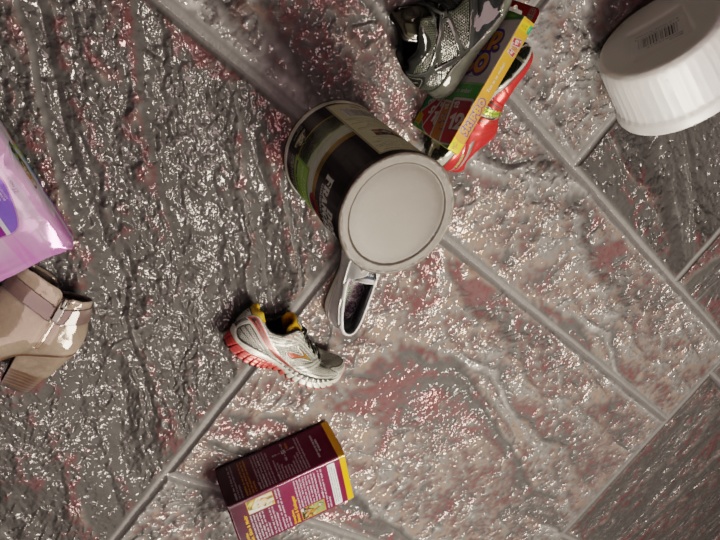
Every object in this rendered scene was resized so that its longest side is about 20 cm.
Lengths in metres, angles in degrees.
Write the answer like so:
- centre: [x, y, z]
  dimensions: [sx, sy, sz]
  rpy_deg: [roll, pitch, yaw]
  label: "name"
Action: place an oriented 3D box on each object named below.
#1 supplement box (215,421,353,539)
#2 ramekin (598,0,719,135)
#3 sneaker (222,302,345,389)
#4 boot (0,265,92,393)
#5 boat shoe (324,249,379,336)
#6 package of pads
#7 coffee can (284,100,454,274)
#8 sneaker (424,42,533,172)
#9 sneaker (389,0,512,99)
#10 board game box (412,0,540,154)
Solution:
- centre: [-0.121, 0.346, 1.131]
  dimensions: [0.198, 0.086, 0.112]
  rpy_deg: [-21, 126, -15]
  label: "supplement box"
- centre: [0.433, -0.296, 0.972]
  dimensions: [0.200, 0.201, 0.098]
  rpy_deg: [-43, 120, 2]
  label: "ramekin"
- centre: [-0.096, 0.111, 1.011]
  dimensions: [0.199, 0.078, 0.083]
  rpy_deg: [26, 103, -36]
  label: "sneaker"
- centre: [-0.427, 0.056, 0.824]
  dimensions: [0.199, 0.070, 0.147]
  rpy_deg: [30, 96, -37]
  label: "boot"
- centre: [0.000, 0.000, 1.000]
  dimensions: [0.071, 0.069, 0.202]
  rpy_deg: [12, 112, -32]
  label: "boat shoe"
- centre: [-0.408, -0.083, 0.738]
  dimensions: [0.119, 0.076, 0.202]
  rpy_deg: [-28, 127, -11]
  label: "package of pads"
- centre: [0.004, -0.108, 0.855]
  dimensions: [0.144, 0.200, 0.148]
  rpy_deg: [-12, 123, -20]
  label: "coffee can"
- centre: [0.168, -0.224, 0.963]
  dimensions: [0.084, 0.077, 0.201]
  rpy_deg: [21, 114, -46]
  label: "sneaker"
- centre: [0.112, -0.323, 0.863]
  dimensions: [0.113, 0.076, 0.201]
  rpy_deg: [19, 113, -41]
  label: "sneaker"
- centre: [0.147, -0.259, 0.905]
  dimensions: [0.030, 0.096, 0.201]
  rpy_deg: [22, 106, -37]
  label: "board game box"
